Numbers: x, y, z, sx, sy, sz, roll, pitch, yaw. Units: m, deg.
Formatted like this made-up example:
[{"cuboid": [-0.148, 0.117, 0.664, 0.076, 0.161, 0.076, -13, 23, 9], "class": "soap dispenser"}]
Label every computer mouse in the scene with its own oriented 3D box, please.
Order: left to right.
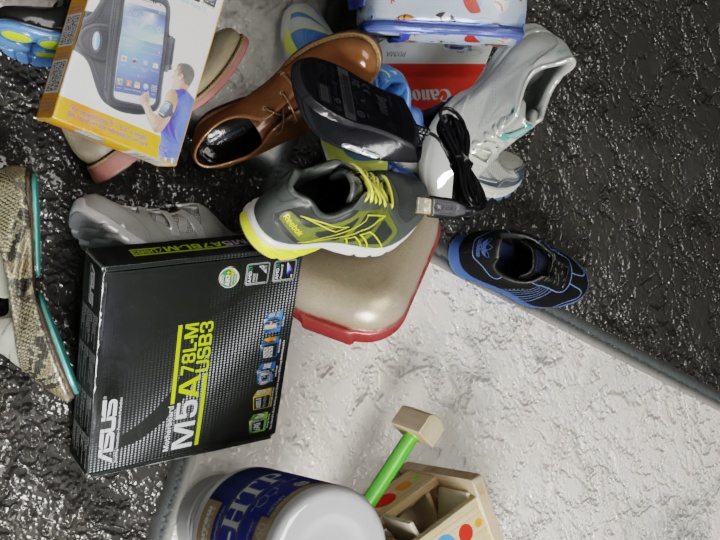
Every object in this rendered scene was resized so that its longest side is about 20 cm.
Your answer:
[{"cuboid": [0.021, -0.101, 1.012, 0.198, 0.046, 0.142, 14, 47, -34], "class": "computer mouse"}]

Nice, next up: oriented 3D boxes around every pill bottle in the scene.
[{"cuboid": [-0.079, 0.236, 1.029, 0.118, 0.199, 0.122, 1, 88, -35], "class": "pill bottle"}]

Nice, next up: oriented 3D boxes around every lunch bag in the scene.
[{"cuboid": [0.068, -0.247, 1.098, 0.158, 0.200, 0.077, 0, 99, -4], "class": "lunch bag"}]

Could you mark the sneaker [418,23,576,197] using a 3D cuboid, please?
[{"cuboid": [0.133, -0.144, 1.144, 0.075, 0.089, 0.201, 26, 105, -36], "class": "sneaker"}]

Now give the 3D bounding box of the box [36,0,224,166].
[{"cuboid": [-0.183, -0.201, 0.978, 0.118, 0.041, 0.203, 19, 85, -37], "class": "box"}]

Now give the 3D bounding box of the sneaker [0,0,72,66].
[{"cuboid": [-0.233, -0.229, 1.017, 0.198, 0.070, 0.084, -23, 96, -38], "class": "sneaker"}]

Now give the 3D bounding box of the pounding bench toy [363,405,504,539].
[{"cuboid": [0.035, 0.254, 1.155, 0.155, 0.124, 0.202, -27, 104, -32], "class": "pounding bench toy"}]

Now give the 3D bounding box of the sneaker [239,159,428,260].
[{"cuboid": [-0.006, -0.057, 1.027, 0.198, 0.085, 0.075, -14, 72, -39], "class": "sneaker"}]

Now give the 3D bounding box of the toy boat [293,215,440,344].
[{"cuboid": [0.000, 0.000, 1.149, 0.129, 0.132, 0.201, 19, 52, 9], "class": "toy boat"}]

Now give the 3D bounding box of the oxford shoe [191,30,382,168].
[{"cuboid": [-0.066, -0.145, 1.055, 0.199, 0.071, 0.072, -31, 108, 14], "class": "oxford shoe"}]

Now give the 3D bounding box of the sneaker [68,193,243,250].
[{"cuboid": [-0.174, -0.032, 1.055, 0.199, 0.074, 0.083, 26, 68, -44], "class": "sneaker"}]

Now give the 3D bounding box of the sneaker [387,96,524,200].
[{"cuboid": [0.105, -0.132, 1.224, 0.198, 0.077, 0.086, 6, 119, -37], "class": "sneaker"}]

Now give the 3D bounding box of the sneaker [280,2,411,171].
[{"cuboid": [-0.004, -0.185, 1.122, 0.075, 0.105, 0.202, -7, 70, -51], "class": "sneaker"}]

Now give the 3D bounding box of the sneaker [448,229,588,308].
[{"cuboid": [0.193, 0.000, 1.302, 0.198, 0.078, 0.071, 12, 82, -34], "class": "sneaker"}]

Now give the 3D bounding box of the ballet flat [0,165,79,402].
[{"cuboid": [-0.290, 0.016, 0.977, 0.074, 0.068, 0.203, -12, 90, -13], "class": "ballet flat"}]

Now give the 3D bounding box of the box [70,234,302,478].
[{"cuboid": [-0.153, 0.070, 1.030, 0.191, 0.047, 0.203, -7, 118, -37], "class": "box"}]

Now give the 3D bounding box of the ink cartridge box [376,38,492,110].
[{"cuboid": [0.079, -0.240, 1.246, 0.158, 0.047, 0.203, -7, 91, -35], "class": "ink cartridge box"}]

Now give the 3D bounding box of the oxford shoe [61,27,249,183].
[{"cuboid": [-0.180, -0.167, 1.047, 0.200, 0.070, 0.075, -47, 111, -27], "class": "oxford shoe"}]
